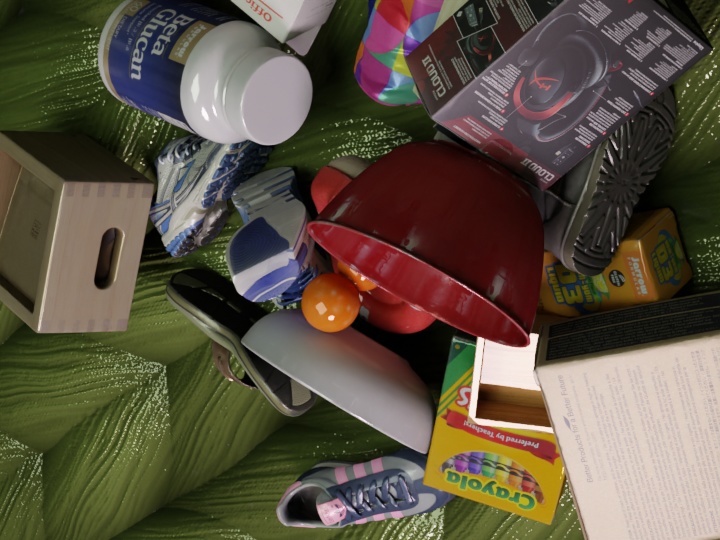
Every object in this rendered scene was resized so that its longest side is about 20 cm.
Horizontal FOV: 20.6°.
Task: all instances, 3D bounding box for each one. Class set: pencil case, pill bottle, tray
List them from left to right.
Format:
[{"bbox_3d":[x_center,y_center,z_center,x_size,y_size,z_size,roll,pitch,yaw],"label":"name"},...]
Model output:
[{"bbox_3d":[-0.137,-0.178,1.777,0.200,0.111,0.111,25,126,43],"label":"pill bottle"},{"bbox_3d":[0.058,-0.224,1.578,0.088,0.088,0.200,36,131,19],"label":"pencil case"},{"bbox_3d":[0.195,0.092,1.666,0.199,0.037,0.099,7,122,5],"label":"tray"}]

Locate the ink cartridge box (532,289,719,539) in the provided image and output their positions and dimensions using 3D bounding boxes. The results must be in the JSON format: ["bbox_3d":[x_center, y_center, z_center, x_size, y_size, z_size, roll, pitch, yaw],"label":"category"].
[{"bbox_3d":[0.245,0.127,1.616,0.164,0.075,0.200,-10,119,16],"label":"ink cartridge box"}]

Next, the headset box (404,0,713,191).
[{"bbox_3d":[0.144,-0.159,1.515,0.200,0.148,0.075,-41,46,22],"label":"headset box"}]

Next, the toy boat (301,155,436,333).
[{"bbox_3d":[0.000,0.000,1.733,0.130,0.131,0.200,38,167,23],"label":"toy boat"}]

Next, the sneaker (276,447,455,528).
[{"bbox_3d":[0.005,0.221,1.911,0.200,0.082,0.070,-16,101,42],"label":"sneaker"}]

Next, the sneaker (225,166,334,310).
[{"bbox_3d":[-0.063,-0.010,1.806,0.080,0.200,0.115,-23,113,9],"label":"sneaker"}]

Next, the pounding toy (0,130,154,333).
[{"bbox_3d":[-0.291,-0.025,1.979,0.184,0.142,0.201,34,117,49],"label":"pounding toy"}]

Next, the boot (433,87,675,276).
[{"bbox_3d":[0.150,-0.098,1.644,0.200,0.072,0.182,31,93,52],"label":"boot"}]

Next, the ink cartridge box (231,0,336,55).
[{"bbox_3d":[-0.069,-0.284,1.724,0.116,0.067,0.200,41,131,15],"label":"ink cartridge box"}]

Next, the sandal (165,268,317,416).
[{"bbox_3d":[-0.116,0.074,1.940,0.201,0.080,0.057,42,127,27],"label":"sandal"}]

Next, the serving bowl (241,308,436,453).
[{"bbox_3d":[-0.009,0.089,1.811,0.200,0.200,0.066,30,89,24],"label":"serving bowl"}]

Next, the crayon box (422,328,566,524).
[{"bbox_3d":[0.131,0.146,1.773,0.127,0.051,0.200,16,123,10],"label":"crayon box"}]

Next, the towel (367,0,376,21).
[{"bbox_3d":[0.075,-0.264,1.637,0.147,0.049,0.201,23,123,32],"label":"towel"}]

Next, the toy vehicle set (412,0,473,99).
[{"bbox_3d":[0.125,-0.218,1.544,0.027,0.124,0.200,54,140,34],"label":"toy vehicle set"}]

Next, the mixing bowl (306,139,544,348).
[{"bbox_3d":[0.070,-0.033,1.559,0.200,0.109,0.200,29,170,5],"label":"mixing bowl"}]

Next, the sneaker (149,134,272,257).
[{"bbox_3d":[-0.156,-0.098,1.886,0.085,0.077,0.200,50,133,13],"label":"sneaker"}]

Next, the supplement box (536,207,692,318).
[{"bbox_3d":[0.176,-0.001,1.675,0.200,0.069,0.067,-9,109,38],"label":"supplement box"}]
